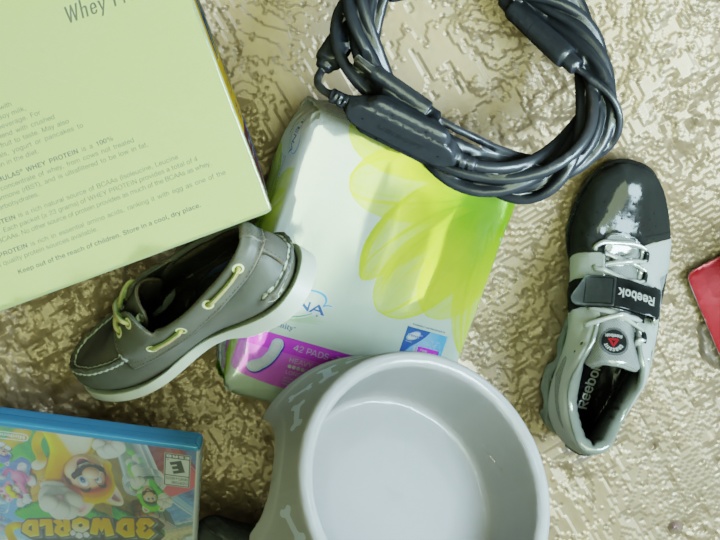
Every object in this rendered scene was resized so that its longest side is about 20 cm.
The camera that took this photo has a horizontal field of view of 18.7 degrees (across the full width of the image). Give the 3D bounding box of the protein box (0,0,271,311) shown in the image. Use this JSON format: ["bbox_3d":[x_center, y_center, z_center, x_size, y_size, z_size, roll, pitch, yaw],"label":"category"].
[{"bbox_3d":[-0.183,-0.108,1.336,0.198,0.135,0.200,-20,106,-1],"label":"protein box"}]

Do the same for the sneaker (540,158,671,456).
[{"bbox_3d":[0.170,0.029,1.443,0.074,0.089,0.200,6,102,-7],"label":"sneaker"}]

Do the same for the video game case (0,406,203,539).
[{"bbox_3d":[-0.178,0.182,1.427,0.143,0.018,0.200,7,122,3],"label":"video game case"}]

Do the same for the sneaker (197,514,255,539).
[{"bbox_3d":[-0.007,0.169,1.469,0.200,0.076,0.116,21,96,-23],"label":"sneaker"}]

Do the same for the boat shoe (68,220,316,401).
[{"bbox_3d":[-0.118,0.023,1.374,0.202,0.072,0.060,-27,133,35],"label":"boat shoe"}]

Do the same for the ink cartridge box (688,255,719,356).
[{"bbox_3d":[0.342,0.057,1.473,0.175,0.084,0.200,-26,107,0],"label":"ink cartridge box"}]

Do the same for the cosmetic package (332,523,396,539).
[{"bbox_3d":[0.048,0.239,1.404,0.200,0.085,0.108,19,71,-22],"label":"cosmetic package"}]

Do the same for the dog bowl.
[{"bbox_3d":[0.029,0.141,1.342,0.200,0.059,0.200,10,67,-25],"label":"dog bowl"}]

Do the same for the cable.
[{"bbox_3d":[0.076,-0.132,1.381,0.200,0.051,0.163,24,67,-7],"label":"cable"}]

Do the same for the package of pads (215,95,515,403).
[{"bbox_3d":[0.000,0.000,1.423,0.154,0.068,0.200,17,101,-13],"label":"package of pads"}]
